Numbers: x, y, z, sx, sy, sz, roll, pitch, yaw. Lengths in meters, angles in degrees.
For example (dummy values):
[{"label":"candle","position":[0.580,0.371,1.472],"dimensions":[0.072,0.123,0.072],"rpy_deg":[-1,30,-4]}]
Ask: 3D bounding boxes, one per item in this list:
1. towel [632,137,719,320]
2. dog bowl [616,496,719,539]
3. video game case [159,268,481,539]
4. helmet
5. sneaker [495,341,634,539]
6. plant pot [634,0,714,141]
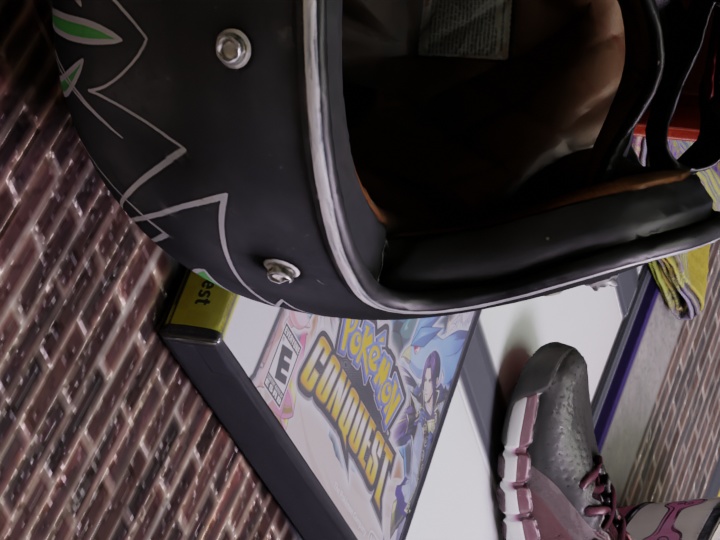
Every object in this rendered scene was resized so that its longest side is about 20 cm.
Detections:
[{"label":"towel","position":[0.186,-0.084,1.256],"dimensions":[0.144,0.023,0.201],"rpy_deg":[52,50,-56]},{"label":"dog bowl","position":[0.155,0.213,1.204],"dimensions":[0.200,0.074,0.201],"rpy_deg":[7,90,-66]},{"label":"video game case","position":[0.000,0.000,0.864],"dimensions":[0.200,0.025,0.181],"rpy_deg":[61,42,-52]},{"label":"helmet","position":[0.006,-0.076,0.660],"dimensions":[0.200,0.190,0.201],"rpy_deg":[176,-90,-77]},{"label":"sneaker","position":[0.128,0.134,1.070],"dimensions":[0.076,0.115,0.201],"rpy_deg":[-33,126,-59]},{"label":"plant pot","position":[0.174,-0.148,1.028],"dimensions":[0.176,0.199,0.201],"rpy_deg":[11,86,-77]}]
